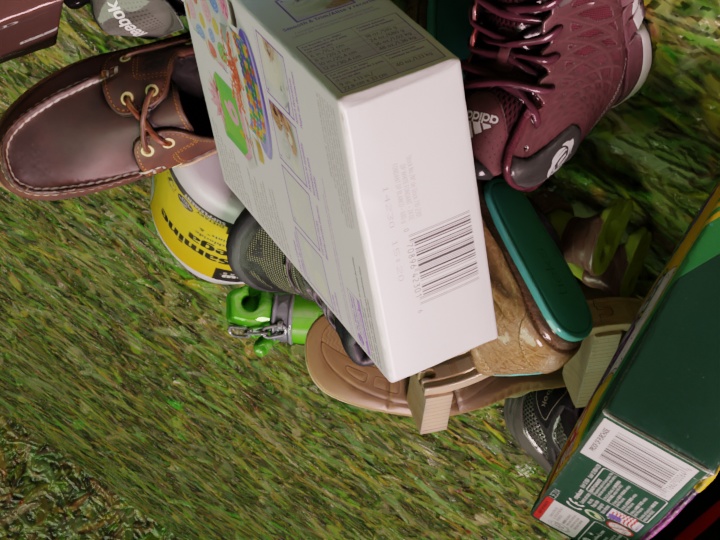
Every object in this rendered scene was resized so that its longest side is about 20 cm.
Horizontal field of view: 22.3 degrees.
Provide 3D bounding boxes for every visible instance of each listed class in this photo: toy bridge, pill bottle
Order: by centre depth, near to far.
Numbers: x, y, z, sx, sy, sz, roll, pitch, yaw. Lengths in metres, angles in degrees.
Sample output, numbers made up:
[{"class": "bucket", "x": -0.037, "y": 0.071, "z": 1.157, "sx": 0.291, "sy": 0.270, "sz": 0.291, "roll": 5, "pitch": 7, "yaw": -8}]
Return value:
[{"class": "toy bridge", "x": 0.126, "y": 0.045, "z": 0.990, "sx": 0.067, "sy": 0.199, "sz": 0.027, "roll": 96, "pitch": 161, "yaw": -47}, {"class": "pill bottle", "x": -0.071, "y": -0.056, "z": 1.126, "sx": 0.112, "sy": 0.113, "sz": 0.200, "roll": 34, "pitch": 162, "yaw": 0}]

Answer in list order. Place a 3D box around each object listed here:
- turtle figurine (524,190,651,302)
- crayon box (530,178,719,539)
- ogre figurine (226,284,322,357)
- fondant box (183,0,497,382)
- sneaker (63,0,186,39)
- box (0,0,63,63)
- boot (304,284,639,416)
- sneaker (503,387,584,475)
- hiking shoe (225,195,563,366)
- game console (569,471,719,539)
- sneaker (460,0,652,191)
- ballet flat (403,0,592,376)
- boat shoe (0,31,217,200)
[{"class": "turtle figurine", "x": 0.071, "y": -0.040, "z": 0.995, "sx": 0.161, "sy": 0.065, "sz": 0.200, "roll": 24, "pitch": 159, "yaw": 29}, {"class": "crayon box", "x": 0.155, "y": 0.033, "z": 0.857, "sx": 0.058, "sy": 0.173, "sz": 0.200, "roll": 29, "pitch": 161, "yaw": 6}, {"class": "ogre figurine", "x": 0.007, "y": 0.036, "z": 1.226, "sx": 0.119, "sy": 0.099, "sz": 0.200, "roll": 4, "pitch": 156, "yaw": 31}, {"class": "fondant box", "x": -0.015, "y": -0.065, "z": 0.827, "sx": 0.200, "sy": 0.058, "sz": 0.145, "roll": 47, "pitch": 154, "yaw": 50}, {"class": "sneaker", "x": -0.095, "y": -0.155, "z": 0.955, "sx": 0.199, "sy": 0.091, "sz": 0.067, "roll": 18, "pitch": 156, "yaw": 42}, {"class": "box", "x": -0.210, "y": -0.142, "z": 0.938, "sx": 0.200, "sy": 0.100, "sz": 0.075, "roll": 178, "pitch": 71, "yaw": -81}, {"class": "boot", "x": 0.051, "y": 0.042, "z": 1.086, "sx": 0.199, "sy": 0.073, "sz": 0.155, "roll": -8, "pitch": -179, "yaw": -15}, {"class": "sneaker", "x": 0.190, "y": 0.146, "z": 1.233, "sx": 0.200, "sy": 0.076, "sz": 0.114, "roll": 48, "pitch": 164, "yaw": -22}, {"class": "hiking shoe", "x": 0.000, "y": 0.000, "z": 0.952, "sx": 0.199, "sy": 0.101, "sz": 0.076, "roll": 1, "pitch": 127, "yaw": 34}, {"class": "game console", "x": 0.176, "y": 0.137, "z": 0.918, "sx": 0.031, "sy": 0.200, "sz": 0.177, "roll": 58, "pitch": 162, "yaw": -13}, {"class": "sneaker", "x": 0.070, "y": -0.099, "z": 0.768, "sx": 0.075, "sy": 0.116, "sz": 0.200, "roll": 24, "pitch": 159, "yaw": 29}, {"class": "ballet flat", "x": 0.046, "y": -0.039, "z": 0.874, "sx": 0.072, "sy": 0.201, "sz": 0.068, "roll": -30, "pitch": 164, "yaw": 34}, {"class": "boat shoe", "x": -0.103, "y": -0.091, "z": 0.981, "sx": 0.071, "sy": 0.199, "sz": 0.070, "roll": 69, "pitch": 166, "yaw": -16}]
